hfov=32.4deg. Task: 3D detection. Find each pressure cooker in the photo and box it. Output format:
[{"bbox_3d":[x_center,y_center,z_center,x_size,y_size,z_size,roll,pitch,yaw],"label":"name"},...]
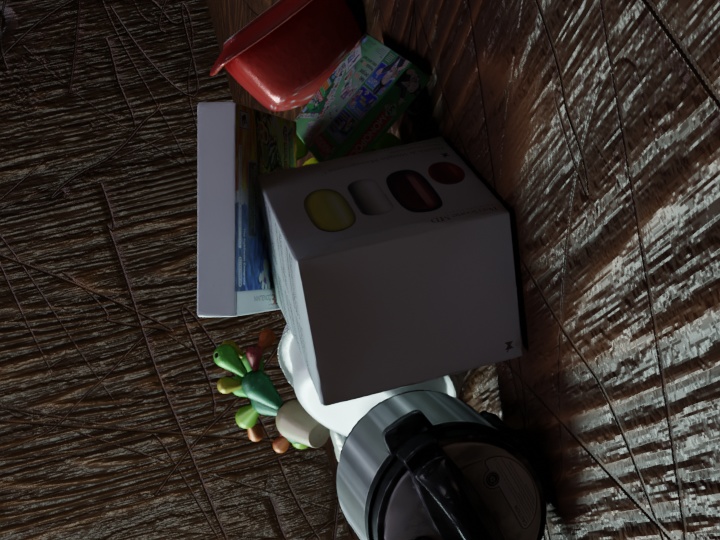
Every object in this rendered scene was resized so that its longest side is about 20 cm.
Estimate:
[{"bbox_3d":[0.078,0.217,1.158,0.200,0.175,0.179,-147,73,-74],"label":"pressure cooker"}]

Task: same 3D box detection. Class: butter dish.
[{"bbox_3d":[-0.068,-0.254,1.490,0.148,0.199,0.200,54,176,-12],"label":"butter dish"}]

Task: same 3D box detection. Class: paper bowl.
[{"bbox_3d":[0.008,0.106,1.314,0.201,0.200,0.105,87,-160,-51],"label":"paper bowl"}]

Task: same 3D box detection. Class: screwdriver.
[{"bbox_3d":[0.030,-0.196,1.316,0.029,0.028,0.200,48,-179,-26],"label":"screwdriver"}]

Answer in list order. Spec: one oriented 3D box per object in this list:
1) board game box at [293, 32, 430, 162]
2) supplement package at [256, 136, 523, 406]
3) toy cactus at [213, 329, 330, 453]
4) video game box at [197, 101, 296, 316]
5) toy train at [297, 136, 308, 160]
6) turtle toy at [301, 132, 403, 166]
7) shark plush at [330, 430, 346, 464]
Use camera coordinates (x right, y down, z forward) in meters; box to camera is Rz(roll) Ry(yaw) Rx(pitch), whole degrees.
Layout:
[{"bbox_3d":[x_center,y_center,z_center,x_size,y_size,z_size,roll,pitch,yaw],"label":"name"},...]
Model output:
[{"bbox_3d":[-0.006,-0.173,1.286,0.029,0.135,0.200,37,-172,-22],"label":"board game box"},{"bbox_3d":[0.022,-0.007,1.131,0.200,0.191,0.148,-120,19,-61],"label":"supplement package"},{"bbox_3d":[-0.089,0.155,1.435,0.165,0.102,0.200,26,148,46],"label":"toy cactus"},{"bbox_3d":[-0.109,-0.057,1.223,0.182,0.047,0.201,-7,-83,-77],"label":"video game box"},{"bbox_3d":[-0.043,-0.168,1.542,0.200,0.115,0.085,-151,44,-79],"label":"toy train"},{"bbox_3d":[0.013,-0.087,1.328,0.146,0.101,0.200,38,-164,-19],"label":"turtle toy"},{"bbox_3d":[-0.002,0.165,1.483,0.091,0.083,0.201,-163,57,-84],"label":"shark plush"}]
